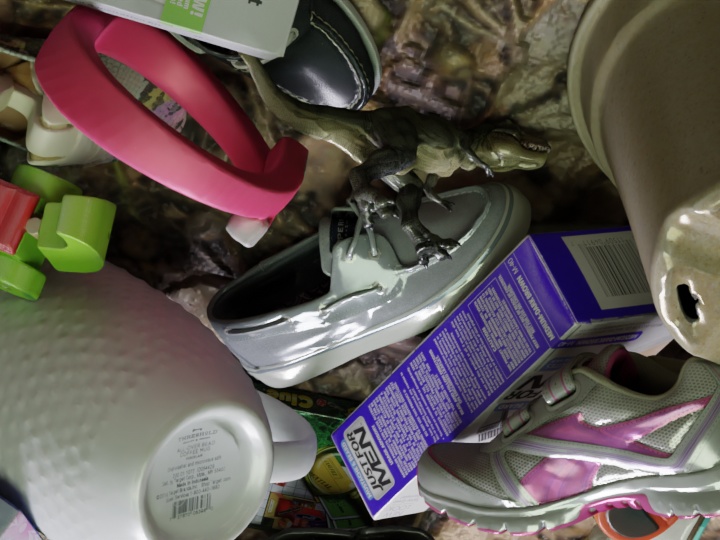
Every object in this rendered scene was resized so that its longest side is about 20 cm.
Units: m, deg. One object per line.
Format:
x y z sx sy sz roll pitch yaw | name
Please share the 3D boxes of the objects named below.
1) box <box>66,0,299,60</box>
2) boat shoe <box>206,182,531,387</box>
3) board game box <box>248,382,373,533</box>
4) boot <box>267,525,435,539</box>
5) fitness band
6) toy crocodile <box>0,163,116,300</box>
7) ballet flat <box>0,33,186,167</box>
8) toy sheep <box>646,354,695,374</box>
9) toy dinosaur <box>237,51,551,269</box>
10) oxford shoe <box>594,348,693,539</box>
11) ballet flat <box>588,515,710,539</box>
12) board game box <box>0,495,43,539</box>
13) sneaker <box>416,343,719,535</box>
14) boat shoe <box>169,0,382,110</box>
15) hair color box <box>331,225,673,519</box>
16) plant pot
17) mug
-0.113 -0.203 1.203 0.199 0.041 0.157 16 91 -11 | box
0.000 0.000 1.388 0.200 0.070 0.071 -29 130 26 | boat shoe
-0.082 0.109 1.510 0.199 0.024 0.105 11 125 -7 | board game box
-0.054 0.188 1.516 0.199 0.068 0.131 -4 152 -5 | boot
-0.094 -0.078 1.243 0.143 0.200 0.037 38 103 -7 | fitness band
-0.215 -0.037 1.332 0.199 0.068 0.062 19 170 26 | toy crocodile
-0.190 -0.093 1.321 0.199 0.071 0.069 18 116 -12 | ballet flat
0.244 0.075 1.344 0.199 0.138 0.138 11 128 -18 | toy sheep
0.017 -0.056 1.305 0.199 0.088 0.047 14 144 -37 | toy dinosaur
0.196 0.062 1.437 0.071 0.073 0.200 38 101 -28 | oxford shoe
0.161 0.192 1.545 0.069 0.070 0.200 13 128 -8 | ballet flat
-0.248 0.137 1.411 0.200 0.041 0.200 32 162 23 | board game box
0.120 0.083 1.301 0.199 0.081 0.089 -9 96 24 | sneaker
-0.068 -0.137 1.290 0.200 0.060 0.076 37 121 -24 | boat shoe
0.085 0.058 1.392 0.109 0.065 0.200 -5 150 -43 | hair color box
0.207 -0.051 1.270 0.199 0.184 0.201 1 128 2 | plant pot
-0.114 0.084 1.368 0.199 0.175 0.148 6 104 -41 | mug
